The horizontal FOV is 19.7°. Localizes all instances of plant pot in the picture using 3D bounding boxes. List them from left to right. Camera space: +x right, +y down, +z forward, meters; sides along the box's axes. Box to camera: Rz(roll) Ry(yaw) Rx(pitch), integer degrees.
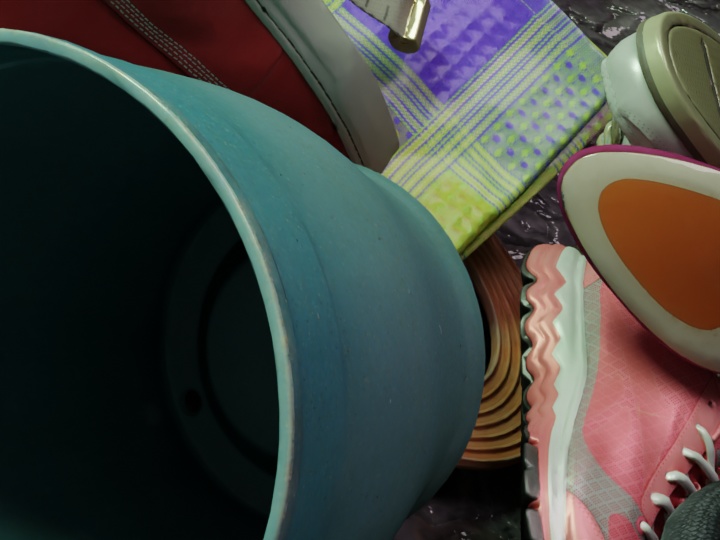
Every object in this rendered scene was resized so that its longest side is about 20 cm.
[{"bbox_3d":[-0.061,0.031,0.638,0.200,0.200,0.188,41,20,20],"label":"plant pot"}]

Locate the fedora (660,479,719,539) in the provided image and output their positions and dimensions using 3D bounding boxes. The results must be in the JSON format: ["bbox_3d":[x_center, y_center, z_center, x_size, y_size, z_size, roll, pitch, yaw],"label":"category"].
[{"bbox_3d":[0.172,0.162,0.695,0.200,0.092,0.201,20,33,-14],"label":"fedora"}]

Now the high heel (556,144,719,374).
[{"bbox_3d":[0.151,0.007,0.776,0.200,0.067,0.096,34,11,-14],"label":"high heel"}]

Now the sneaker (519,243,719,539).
[{"bbox_3d":[0.101,0.066,0.750,0.087,0.074,0.200,-1,49,6],"label":"sneaker"}]

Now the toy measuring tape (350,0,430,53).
[{"bbox_3d":[-0.064,-0.136,0.800,0.200,0.074,0.074,30,27,-32],"label":"toy measuring tape"}]

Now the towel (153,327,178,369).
[{"bbox_3d":[-0.071,-0.020,0.839,0.146,0.030,0.200,24,33,-10],"label":"towel"}]

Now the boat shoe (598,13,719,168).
[{"bbox_3d":[0.133,-0.041,0.833,0.200,0.068,0.075,30,46,-58],"label":"boat shoe"}]

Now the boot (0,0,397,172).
[{"bbox_3d":[-0.079,-0.063,0.726,0.072,0.144,0.200,50,2,40],"label":"boot"}]

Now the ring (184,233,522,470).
[{"bbox_3d":[0.000,0.000,0.827,0.200,0.019,0.201,32,30,-22],"label":"ring"}]

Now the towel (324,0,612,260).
[{"bbox_3d":[0.003,-0.103,0.845,0.200,0.023,0.144,47,65,1],"label":"towel"}]

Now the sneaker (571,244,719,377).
[{"bbox_3d":[0.143,0.044,0.843,0.077,0.089,0.200,5,38,-31],"label":"sneaker"}]
